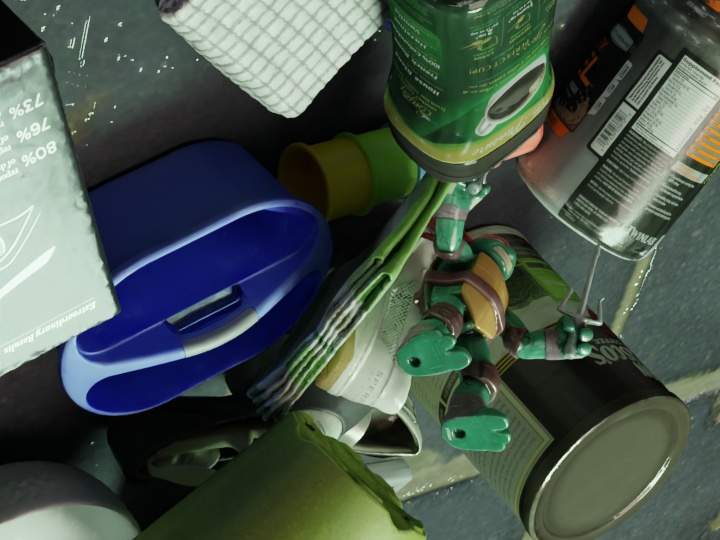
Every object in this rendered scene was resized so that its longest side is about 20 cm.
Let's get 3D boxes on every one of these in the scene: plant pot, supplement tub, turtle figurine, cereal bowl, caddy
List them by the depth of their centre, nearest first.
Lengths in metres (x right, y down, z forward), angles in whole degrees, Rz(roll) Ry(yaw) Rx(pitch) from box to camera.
[{"bbox_3d":[-0.113,0.011,1.436,0.199,0.105,0.142,-28,144,-20],"label":"caddy"},{"bbox_3d":[-0.061,0.200,1.474,0.190,0.200,0.200,-47,145,3],"label":"plant pot"},{"bbox_3d":[0.084,0.020,1.492,0.150,0.200,0.101,42,129,-16],"label":"turtle figurine"},{"bbox_3d":[-0.251,0.203,1.532,0.199,0.083,0.201,-26,142,-22],"label":"cereal bowl"},{"bbox_3d":[0.212,-0.118,1.600,0.122,0.123,0.200,16,116,-51],"label":"supplement tub"}]

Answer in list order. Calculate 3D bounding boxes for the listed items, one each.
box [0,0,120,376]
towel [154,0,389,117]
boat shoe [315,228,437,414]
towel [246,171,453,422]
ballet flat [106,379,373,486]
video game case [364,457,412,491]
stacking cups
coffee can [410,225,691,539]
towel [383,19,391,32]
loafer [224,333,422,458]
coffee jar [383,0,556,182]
[{"bbox_3d":[-0.235,-0.039,1.239,0.147,0.104,0.201,-28,135,-20],"label":"box"},{"bbox_3d":[-0.030,-0.203,1.308,0.200,0.086,0.165,-47,147,7],"label":"towel"},{"bbox_3d":[0.027,0.039,1.557,0.071,0.069,0.200,-55,-176,34],"label":"boat shoe"},{"bbox_3d":[0.000,0.000,1.463,0.200,0.031,0.150,-52,-174,50],"label":"towel"},{"bbox_3d":[-0.075,0.114,1.558,0.199,0.073,0.073,-8,139,-4],"label":"ballet flat"},{"bbox_3d":[-0.085,0.201,1.696,0.199,0.022,0.182,-5,151,-41],"label":"video game case"},{"bbox_3d":[0.037,-0.077,1.539,0.199,0.061,0.061,-17,139,-37],"label":"stacking cups"},{"bbox_3d":[0.125,0.085,1.667,0.146,0.200,0.147,-26,143,-22],"label":"coffee can"},{"bbox_3d":[0.083,-0.229,1.440,0.200,0.024,0.145,-46,146,5],"label":"towel"},{"bbox_3d":[-0.021,0.096,1.651,0.070,0.070,0.200,-51,144,17],"label":"loafer"},{"bbox_3d":[0.065,-0.140,1.329,0.104,0.085,0.200,-38,156,-19],"label":"coffee jar"}]
